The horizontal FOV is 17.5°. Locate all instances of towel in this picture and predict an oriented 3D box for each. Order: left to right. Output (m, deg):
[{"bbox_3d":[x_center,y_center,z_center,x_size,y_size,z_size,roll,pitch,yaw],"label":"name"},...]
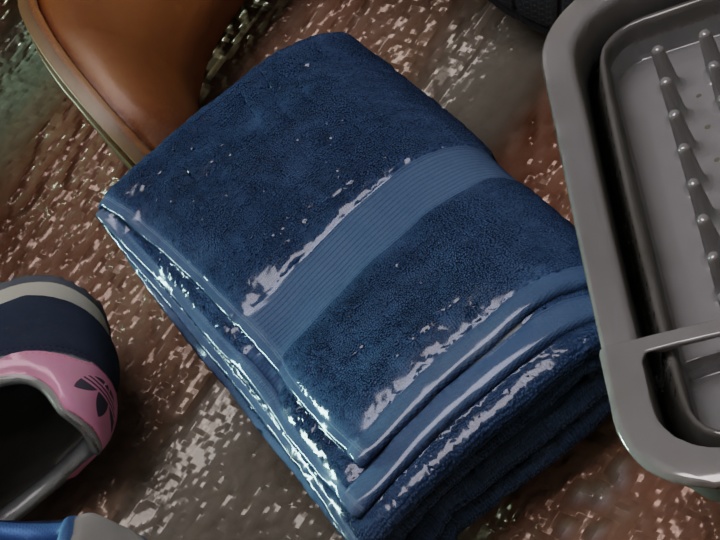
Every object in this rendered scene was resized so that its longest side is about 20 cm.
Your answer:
[{"bbox_3d":[0.000,0.000,0.736,0.112,0.049,0.200,-41,41,-2],"label":"towel"}]

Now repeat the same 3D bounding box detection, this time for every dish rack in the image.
[{"bbox_3d":[0.145,-0.024,0.647,0.171,0.044,0.201,-18,45,11],"label":"dish rack"}]

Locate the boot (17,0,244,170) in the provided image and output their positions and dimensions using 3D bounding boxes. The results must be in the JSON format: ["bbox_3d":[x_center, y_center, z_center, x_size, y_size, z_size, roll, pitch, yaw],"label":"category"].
[{"bbox_3d":[-0.050,-0.125,0.879,0.154,0.074,0.200,-30,45,6],"label":"boot"}]

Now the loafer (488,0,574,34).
[{"bbox_3d":[0.044,-0.141,0.803,0.200,0.072,0.063,31,54,29],"label":"loafer"}]

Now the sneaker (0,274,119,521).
[{"bbox_3d":[-0.166,0.080,0.778,0.200,0.070,0.082,-38,27,5],"label":"sneaker"}]

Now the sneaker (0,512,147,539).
[{"bbox_3d":[-0.132,0.118,0.720,0.199,0.082,0.074,-19,47,26],"label":"sneaker"}]
